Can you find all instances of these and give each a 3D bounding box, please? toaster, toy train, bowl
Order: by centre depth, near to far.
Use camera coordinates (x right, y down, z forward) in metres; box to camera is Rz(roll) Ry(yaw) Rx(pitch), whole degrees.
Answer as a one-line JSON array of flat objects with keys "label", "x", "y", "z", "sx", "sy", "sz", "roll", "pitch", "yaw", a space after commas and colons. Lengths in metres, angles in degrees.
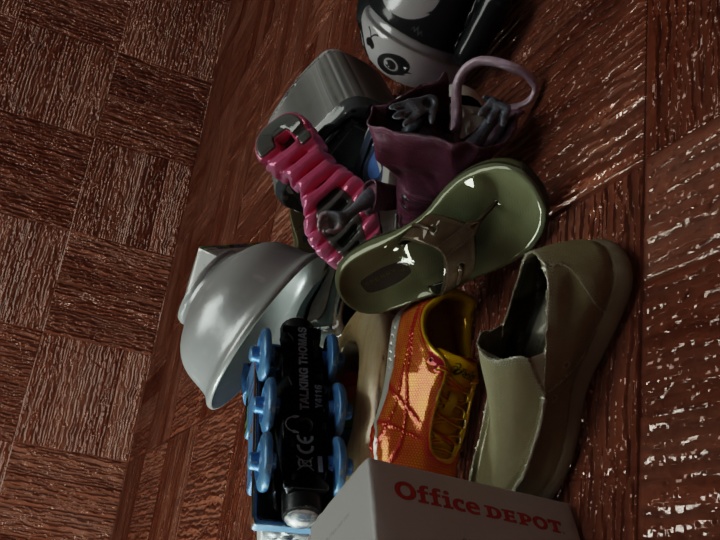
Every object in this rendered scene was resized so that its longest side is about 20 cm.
[{"label": "toy train", "x": -0.057, "y": 0.136, "z": 0.733, "sx": 0.200, "sy": 0.086, "sz": 0.114, "roll": -96, "pitch": 18, "yaw": -44}, {"label": "bowl", "x": -0.131, "y": 0.041, "z": 0.926, "sx": 0.201, "sy": 0.090, "sz": 0.201, "roll": -54, "pitch": -7, "yaw": -10}, {"label": "toaster", "x": -0.029, "y": -0.166, "z": 1.012, "sx": 0.200, "sy": 0.113, "sz": 0.129, "roll": -49, "pitch": 43, "yaw": 28}]

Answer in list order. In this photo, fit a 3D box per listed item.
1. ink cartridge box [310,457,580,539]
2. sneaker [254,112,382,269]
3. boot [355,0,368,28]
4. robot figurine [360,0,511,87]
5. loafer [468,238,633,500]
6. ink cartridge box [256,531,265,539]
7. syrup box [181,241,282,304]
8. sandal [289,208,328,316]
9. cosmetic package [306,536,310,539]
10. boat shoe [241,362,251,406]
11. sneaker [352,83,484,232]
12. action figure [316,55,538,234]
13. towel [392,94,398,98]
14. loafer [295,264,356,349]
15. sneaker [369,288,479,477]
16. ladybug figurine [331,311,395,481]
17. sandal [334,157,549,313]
[{"label": "ink cartridge box", "x": 0.057, "y": 0.216, "z": 0.459, "sx": 0.200, "sy": 0.146, "sz": 0.086, "roll": -96, "pitch": 29, "yaw": -47}, {"label": "sneaker", "x": -0.029, "y": -0.070, "z": 0.884, "sx": 0.079, "sy": 0.095, "sz": 0.200, "roll": -33, "pitch": 64, "yaw": 4}, {"label": "boot", "x": 0.058, "y": -0.330, "z": 0.988, "sx": 0.168, "sy": 0.076, "sz": 0.200, "roll": -57, "pitch": 18, "yaw": 34}, {"label": "robot figurine", "x": 0.076, "y": -0.270, "z": 0.816, "sx": 0.150, "sy": 0.124, "sz": 0.200, "roll": -74, "pitch": 9, "yaw": -59}, {"label": "loafer", "x": 0.105, "y": 0.069, "z": 0.557, "sx": 0.076, "sy": 0.068, "sz": 0.201, "roll": -140, "pitch": 66, "yaw": -70}, {"label": "ink cartridge box", "x": -0.104, "y": 0.271, "z": 1.078, "sx": 0.160, "sy": 0.047, "sz": 0.201, "roll": -99, "pitch": 13, "yaw": -51}, {"label": "syrup box", "x": -0.131, "y": 0.016, "z": 1.105, "sx": 0.200, "sy": 0.081, "sz": 0.079, "roll": -10, "pitch": -58, "yaw": -67}, {"label": "sandal", "x": -0.055, "y": -0.014, "z": 1.087, "sx": 0.054, "sy": 0.080, "sz": 0.201, "roll": 88, "pitch": 177, "yaw": -52}, {"label": "cosmetic package", "x": -0.022, "y": 0.175, "z": 0.872, "sx": 0.083, "sy": 0.050, "sz": 0.201, "roll": 158, "pitch": 126, "yaw": -72}, {"label": "boat shoe", "x": -0.069, "y": 0.144, "z": 0.950, "sx": 0.200, "sy": 0.068, "sz": 0.084, "roll": 43, "pitch": -139, "yaw": -74}, {"label": "sneaker", "x": 0.050, "y": -0.142, "z": 0.857, "sx": 0.200, "sy": 0.080, "sz": 0.147, "roll": 116, "pitch": 153, "yaw": -48}, {"label": "action figure", "x": 0.054, "y": -0.081, "z": 0.754, "sx": 0.149, "sy": 0.134, "sz": 0.200, "roll": -55, "pitch": -14, "yaw": -31}, {"label": "towel", "x": -0.009, "y": -0.142, "z": 1.130, "sx": 0.200, "sy": 0.022, "sz": 0.145, "roll": 172, "pitch": 111, "yaw": -70}, {"label": "loafer", "x": 0.000, "y": 0.000, "z": 0.903, "sx": 0.063, "sy": 0.072, "sz": 0.200, "roll": -15, "pitch": 40, "yaw": 44}, {"label": "sneaker", "x": 0.055, "y": 0.104, "z": 0.679, "sx": 0.077, "sy": 0.073, "sz": 0.201, "roll": -32, "pitch": 48, "yaw": 50}, {"label": "ladybug figurine", "x": 0.013, "y": 0.130, "z": 0.772, "sx": 0.136, "sy": 0.072, "sz": 0.201, "roll": 142, "pitch": 139, "yaw": -62}, {"label": "sandal", "x": 0.059, "y": -0.011, "z": 0.667, "sx": 0.201, "sy": 0.080, "sz": 0.057, "roll": -33, "pitch": 13, "yaw": 32}]
